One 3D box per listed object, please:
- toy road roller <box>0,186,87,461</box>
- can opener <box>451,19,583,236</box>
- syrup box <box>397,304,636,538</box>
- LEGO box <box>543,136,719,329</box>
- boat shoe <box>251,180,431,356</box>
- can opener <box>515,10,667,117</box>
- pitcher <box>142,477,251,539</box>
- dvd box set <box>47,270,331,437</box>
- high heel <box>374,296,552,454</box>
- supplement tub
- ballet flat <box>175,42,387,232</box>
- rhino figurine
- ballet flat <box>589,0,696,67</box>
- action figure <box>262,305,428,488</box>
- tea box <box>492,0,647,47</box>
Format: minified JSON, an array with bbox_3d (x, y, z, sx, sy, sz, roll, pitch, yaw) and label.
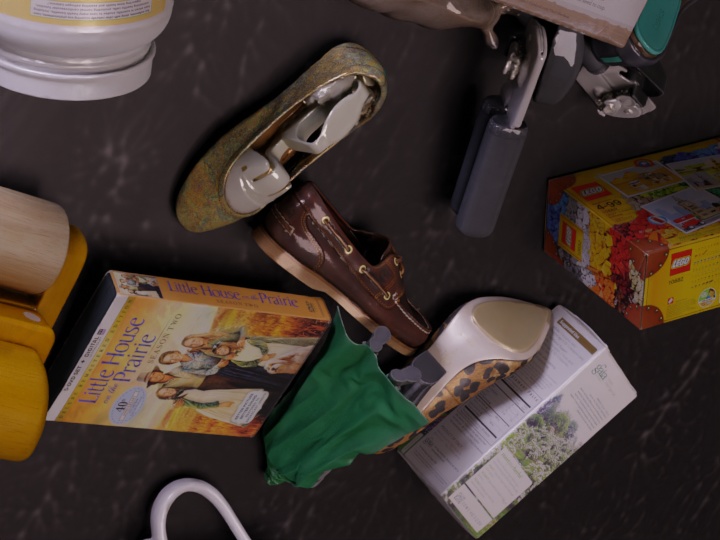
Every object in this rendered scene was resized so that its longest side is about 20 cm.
[{"bbox_3d":[-0.273,0.049,1.536,0.123,0.146,0.201,16,108,-38],"label":"toy road roller"},{"bbox_3d":[0.125,-0.113,1.713,0.066,0.053,0.201,11,127,-15],"label":"can opener"},{"bbox_3d":[0.141,0.134,1.894,0.200,0.081,0.079,-42,133,-4],"label":"syrup box"},{"bbox_3d":[0.283,-0.037,1.836,0.199,0.149,0.077,-15,124,-25],"label":"LEGO box"},{"bbox_3d":[0.000,0.000,1.730,0.070,0.070,0.200,-47,131,6],"label":"boat shoe"},{"bbox_3d":[0.184,-0.190,1.756,0.200,0.052,0.067,39,59,-43],"label":"can opener"},{"bbox_3d":[-0.110,0.278,1.811,0.199,0.121,0.172,21,90,-28],"label":"pitcher"},{"bbox_3d":[-0.140,0.069,1.684,0.199,0.029,0.147,9,130,-36],"label":"dvd box set"},{"bbox_3d":[0.076,0.093,1.863,0.200,0.072,0.143,-24,162,-42],"label":"high heel"},{"bbox_3d":[-0.193,-0.230,1.420,0.145,0.145,0.201,-8,121,-28],"label":"supplement tub"},{"bbox_3d":[-0.058,-0.096,1.639,0.200,0.071,0.071,-42,131,-3],"label":"ballet flat"},{"bbox_3d":[0.052,-0.216,1.621,0.199,0.087,0.060,12,113,-42],"label":"rhino figurine"},{"bbox_3d":[0.241,-0.232,1.735,0.200,0.073,0.073,-55,141,-38],"label":"ballet flat"},{"bbox_3d":[-0.027,0.124,1.760,0.055,0.118,0.200,-23,163,-46],"label":"action figure"},{"bbox_3d":[0.100,-0.279,1.542,0.199,0.197,0.134,14,109,-37],"label":"tea box"}]
